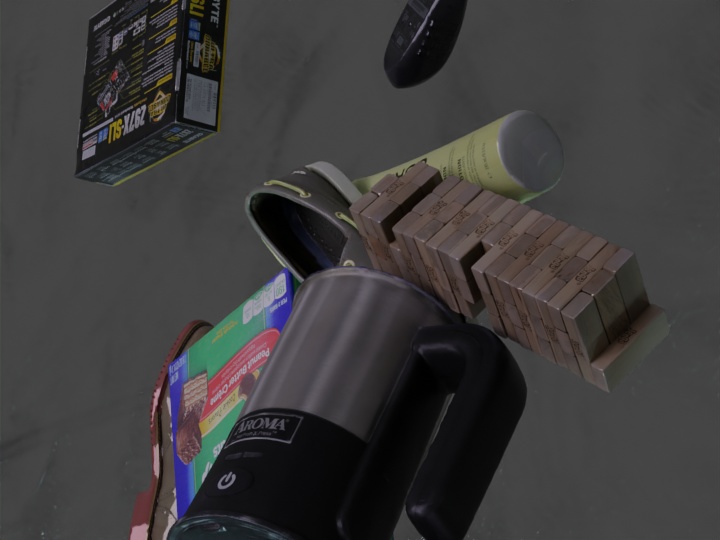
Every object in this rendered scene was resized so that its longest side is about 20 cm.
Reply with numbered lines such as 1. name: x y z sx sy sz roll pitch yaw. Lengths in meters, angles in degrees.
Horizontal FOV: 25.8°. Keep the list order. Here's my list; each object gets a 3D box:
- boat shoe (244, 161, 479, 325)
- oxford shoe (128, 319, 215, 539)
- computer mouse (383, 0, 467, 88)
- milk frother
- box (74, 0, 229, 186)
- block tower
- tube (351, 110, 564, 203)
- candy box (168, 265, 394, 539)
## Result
1. boat shoe: -0.001 0.003 1.008 0.202 0.060 0.073 45 134 36
2. oxford shoe: -0.117 0.137 1.190 0.074 0.070 0.203 0 76 29
3. computer mouse: 0.075 -0.208 1.045 0.201 0.034 0.059 -60 20 16
4. milk frother: 0.017 0.137 0.907 0.178 0.201 0.189 6 46 25
5. box: -0.188 -0.177 1.407 0.199 0.049 0.162 -19 66 52
6. block tower: 0.079 -0.003 0.886 0.054 0.058 0.199 -41 41 -20
7. tube: 0.050 -0.046 1.003 0.199 0.052 0.058 -24 31 56
8. candy box: -0.059 0.128 1.075 0.169 0.076 0.202 -38 50 43
